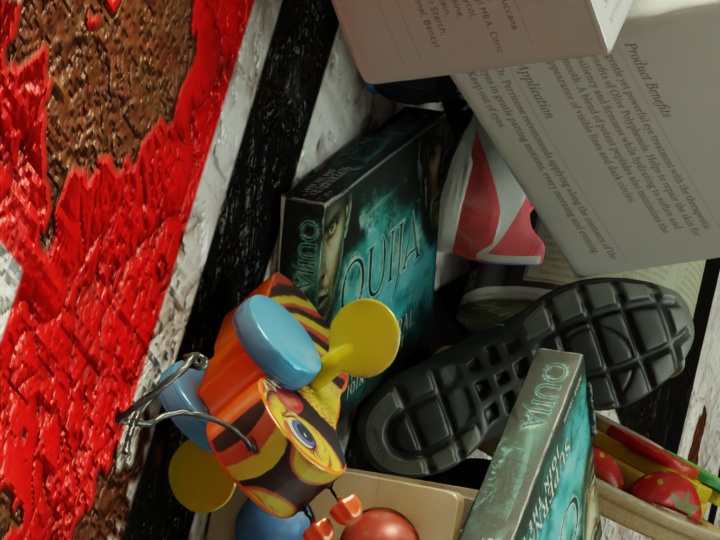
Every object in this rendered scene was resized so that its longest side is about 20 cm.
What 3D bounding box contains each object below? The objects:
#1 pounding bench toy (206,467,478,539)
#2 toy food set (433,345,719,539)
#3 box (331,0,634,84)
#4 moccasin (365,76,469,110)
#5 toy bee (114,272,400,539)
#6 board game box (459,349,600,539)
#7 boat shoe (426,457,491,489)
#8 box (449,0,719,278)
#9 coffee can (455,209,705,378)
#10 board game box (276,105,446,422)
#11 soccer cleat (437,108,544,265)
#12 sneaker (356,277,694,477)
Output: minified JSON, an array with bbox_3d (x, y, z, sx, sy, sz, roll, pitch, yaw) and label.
[{"bbox_3d":[-0.010,0.201,1.462,0.156,0.124,0.200,17,83,-72],"label":"pounding bench toy"},{"bbox_3d":[0.133,0.109,1.762,0.049,0.200,0.198,-63,162,1],"label":"toy food set"},{"bbox_3d":[0.058,-0.226,1.382,0.199,0.131,0.200,-60,136,-48],"label":"box"},{"bbox_3d":[0.061,-0.118,1.623,0.200,0.068,0.081,-39,135,-65],"label":"moccasin"},{"bbox_3d":[-0.043,0.075,1.323,0.131,0.109,0.200,-38,-177,39],"label":"toy bee"},{"bbox_3d":[0.077,0.156,1.429,0.200,0.028,0.135,-64,154,-42],"label":"board game box"},{"bbox_3d":[0.061,0.165,1.740,0.200,0.072,0.072,-15,125,-57],"label":"boat shoe"},{"bbox_3d":[0.167,-0.138,1.560,0.199,0.171,0.200,54,37,-43],"label":"box"},{"bbox_3d":[0.152,-0.048,1.816,0.146,0.146,0.200,56,45,-65],"label":"coffee can"},{"bbox_3d":[0.000,0.000,1.555,0.200,0.028,0.135,-41,138,-64],"label":"board game box"},{"bbox_3d":[0.098,-0.087,1.730,0.068,0.073,0.200,99,10,-57],"label":"soccer cleat"},{"bbox_3d":[0.087,0.053,1.624,0.079,0.200,0.075,-160,-129,-81],"label":"sneaker"}]
